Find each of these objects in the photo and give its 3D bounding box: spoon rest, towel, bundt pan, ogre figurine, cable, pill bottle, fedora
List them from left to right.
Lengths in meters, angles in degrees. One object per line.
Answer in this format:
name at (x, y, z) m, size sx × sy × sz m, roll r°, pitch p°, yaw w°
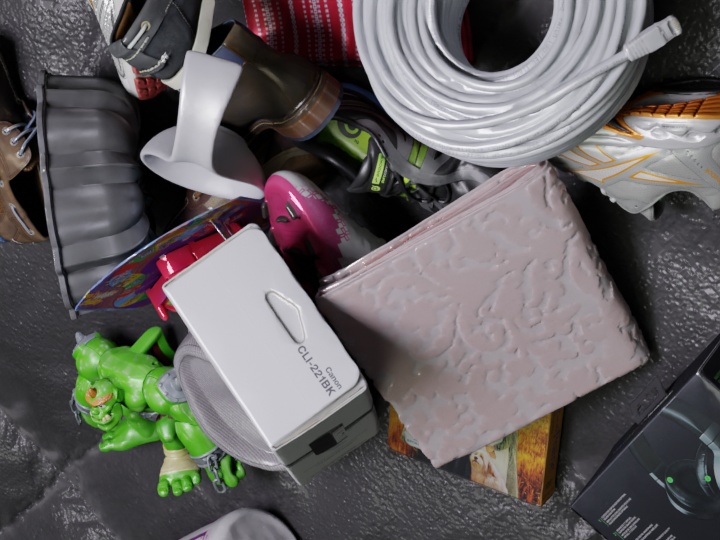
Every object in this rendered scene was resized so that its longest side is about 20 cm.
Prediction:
bundt pan at (-0.207, -0.065, 1.356) m, size 0.075 × 0.202 × 0.203 m, roll -8°, pitch 116°, yaw -3°
ogre figurine at (-0.194, 0.119, 1.501) m, size 0.200 × 0.098 × 0.121 m, roll 41°, pitch 153°, yaw 50°
pill bottle at (-0.149, 0.301, 1.555) m, size 0.199 × 0.112 × 0.113 m, roll -31°, pitch 96°, yaw 41°
spoon rest at (-0.114, -0.088, 1.214) m, size 0.099 × 0.061 × 0.200 m, roll 16°, pitch 161°, yaw 1°
fedora at (-0.087, 0.090, 1.401) m, size 0.200 × 0.090 × 0.177 m, roll 49°, pitch 135°, yaw -6°
towel at (-0.010, -0.217, 1.239) m, size 0.199 × 0.022 × 0.146 m, roll 6°, pitch 117°, yaw 31°
towel at (0.090, 0.035, 1.213) m, size 0.190 × 0.032 × 0.201 m, roll -28°, pitch 125°, yaw 8°
cable at (0.096, -0.170, 1.116) m, size 0.200 × 0.069 × 0.201 m, roll -40°, pitch 71°, yaw 13°

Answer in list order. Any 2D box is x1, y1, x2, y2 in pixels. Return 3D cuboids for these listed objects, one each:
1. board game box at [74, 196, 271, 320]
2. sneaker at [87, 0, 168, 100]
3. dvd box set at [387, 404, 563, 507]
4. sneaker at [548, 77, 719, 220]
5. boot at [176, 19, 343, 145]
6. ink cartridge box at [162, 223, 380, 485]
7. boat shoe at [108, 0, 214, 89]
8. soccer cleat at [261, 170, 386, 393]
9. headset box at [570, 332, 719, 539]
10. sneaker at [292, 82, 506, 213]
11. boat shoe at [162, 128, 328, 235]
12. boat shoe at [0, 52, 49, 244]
board game box at (-0.124, 0.005, 1.289) m, size 0.157 × 0.200 × 0.039 m, roll -33°, pitch 81°, yaw 12°
sneaker at (-0.188, -0.233, 1.320) m, size 0.082 × 0.078 × 0.202 m, roll 0°, pitch 107°, yaw 40°
dvd box set at (0.093, 0.077, 1.328) m, size 0.145 × 0.029 × 0.201 m, roll 19°, pitch 124°, yaw 25°
sneaker at (0.172, -0.076, 1.167) m, size 0.199 × 0.076 × 0.093 m, roll 4°, pitch 122°, yaw 33°
boot at (-0.099, -0.145, 1.261) m, size 0.097 × 0.075 × 0.199 m, roll 37°, pitch 161°, yaw -28°
ink cartridge box at (-0.060, 0.067, 1.239) m, size 0.145 × 0.083 × 0.200 m, roll 54°, pitch 174°, yaw 13°
boat shoe at (-0.140, -0.232, 1.217) m, size 0.067 × 0.202 × 0.072 m, roll 18°, pitch 153°, yaw -27°
soccer cleat at (0.000, 0.000, 1.272) m, size 0.070 × 0.086 × 0.201 m, roll -3°, pitch 121°, yaw 60°
headset box at (0.274, 0.159, 1.214) m, size 0.200 × 0.093 × 0.175 m, roll 40°, pitch 130°, yaw 8°
sneaker at (0.034, -0.072, 1.249) m, size 0.199 × 0.083 × 0.071 m, roll 28°, pitch 128°, yaw 18°
boat shoe at (-0.102, -0.070, 1.359) m, size 0.200 × 0.072 × 0.073 m, roll -35°, pitch 70°, yaw 47°
boat shoe at (-0.303, -0.113, 1.462) m, size 0.072 × 0.072 × 0.201 m, roll 11°, pitch 131°, yaw 22°
